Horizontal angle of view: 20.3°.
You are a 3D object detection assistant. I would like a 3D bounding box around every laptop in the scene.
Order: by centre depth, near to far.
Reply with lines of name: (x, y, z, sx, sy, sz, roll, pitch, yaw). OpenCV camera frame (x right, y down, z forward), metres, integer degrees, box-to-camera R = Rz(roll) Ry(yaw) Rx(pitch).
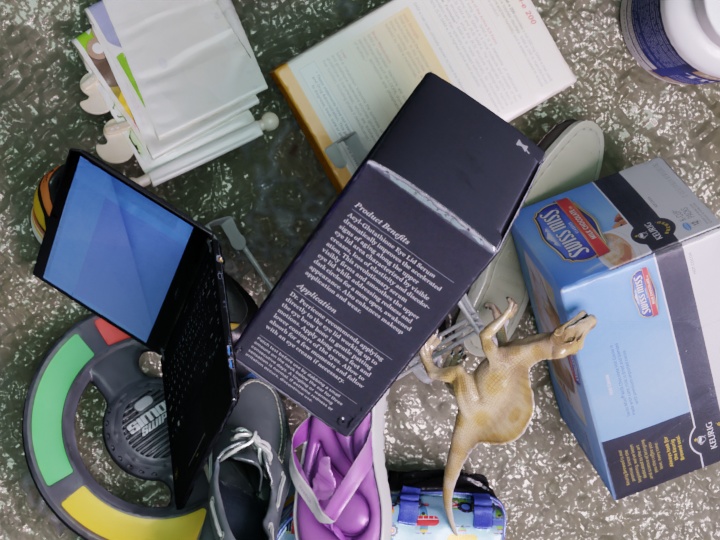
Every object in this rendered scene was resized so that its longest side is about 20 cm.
laptop: (-0.163, 0.044, 1.424, 0.103, 0.177, 0.200, 1, 59, -18)

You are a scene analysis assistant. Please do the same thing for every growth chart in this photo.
growth chart: (-0.146, -0.162, 1.510, 0.144, 0.018, 0.200, -18, 71, -3)

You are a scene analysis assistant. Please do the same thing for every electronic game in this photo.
electronic game: (-0.156, 0.119, 1.520, 0.199, 0.042, 0.201, 4, 72, -11)

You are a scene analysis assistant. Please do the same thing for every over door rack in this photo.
over door rack: (0.000, 0.000, 1.511, 0.148, 0.067, 0.200, -32, 104, 30)

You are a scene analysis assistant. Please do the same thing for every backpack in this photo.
backpack: (0.005, 0.238, 1.529, 0.199, 0.135, 0.183, 7, 91, -4)

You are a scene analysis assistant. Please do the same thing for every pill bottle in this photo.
pill bottle: (0.269, -0.197, 1.501, 0.111, 0.200, 0.111, 0, 93, -6)

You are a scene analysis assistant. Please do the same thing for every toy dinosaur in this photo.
toy dinosaur: (0.083, 0.090, 1.428, 0.058, 0.101, 0.200, 8, 125, -45)

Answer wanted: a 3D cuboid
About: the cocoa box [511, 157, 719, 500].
cocoa box: (0.208, 0.044, 1.509, 0.131, 0.133, 0.200, -20, 120, -4)

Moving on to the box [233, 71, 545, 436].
box: (0.020, -0.011, 1.370, 0.104, 0.148, 0.200, 35, 123, -2)

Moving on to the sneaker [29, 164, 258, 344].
sneaker: (-0.161, -0.008, 1.499, 0.200, 0.090, 0.070, 34, 70, 2)

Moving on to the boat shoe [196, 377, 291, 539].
boat shoe: (-0.078, 0.148, 1.453, 0.073, 0.200, 0.062, 21, 134, -12)

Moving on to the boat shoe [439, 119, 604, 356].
boat shoe: (0.118, -0.034, 1.559, 0.072, 0.061, 0.202, 31, 89, -41)

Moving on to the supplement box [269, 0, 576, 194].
supplement box: (0.046, -0.150, 1.541, 0.200, 0.074, 0.126, -30, 97, -3)

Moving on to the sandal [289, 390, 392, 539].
sandal: (-0.022, 0.137, 1.460, 0.082, 0.050, 0.203, -10, 70, 33)
